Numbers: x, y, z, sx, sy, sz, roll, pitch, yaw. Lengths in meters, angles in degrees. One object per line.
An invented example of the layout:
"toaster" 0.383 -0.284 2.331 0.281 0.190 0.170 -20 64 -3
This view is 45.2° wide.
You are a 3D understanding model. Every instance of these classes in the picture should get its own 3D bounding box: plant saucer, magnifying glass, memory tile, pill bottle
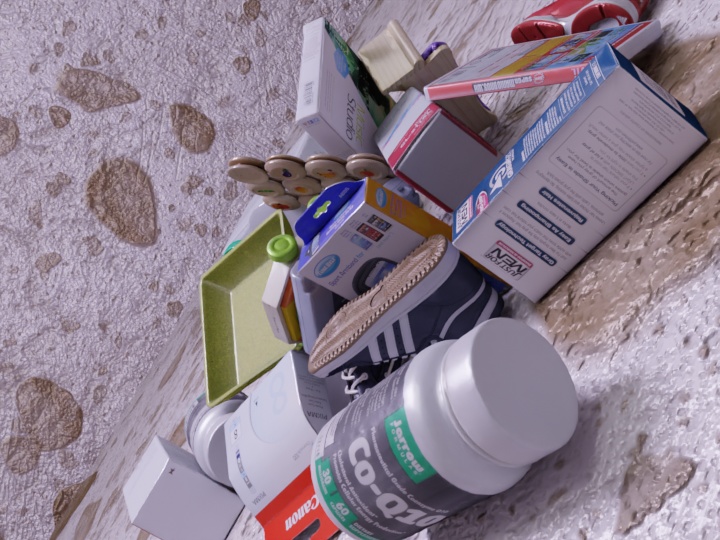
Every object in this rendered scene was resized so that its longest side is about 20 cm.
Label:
"plant saucer" -0.134 0.055 1.125 0.200 0.048 0.201 -36 51 37
"magnifying glass" -0.099 0.019 1.200 0.080 0.199 0.022 -60 4 41
"memory tile" -0.046 -0.101 1.033 0.153 0.198 0.017 46 -131 -65
"pill bottle" -0.178 0.229 1.193 0.114 0.113 0.200 -59 16 -8
"pill bottle" 0.057 0.122 0.642 0.200 0.113 0.114 -44 20 44

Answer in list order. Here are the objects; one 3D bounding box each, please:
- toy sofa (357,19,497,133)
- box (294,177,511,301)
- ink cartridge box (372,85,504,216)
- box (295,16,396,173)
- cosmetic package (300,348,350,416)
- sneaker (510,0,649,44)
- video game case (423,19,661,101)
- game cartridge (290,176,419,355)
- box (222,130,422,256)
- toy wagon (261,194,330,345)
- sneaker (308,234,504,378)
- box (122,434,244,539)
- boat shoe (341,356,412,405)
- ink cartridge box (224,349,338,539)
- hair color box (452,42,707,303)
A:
"toy sofa" 0.091 -0.233 1.109 0.097 0.200 0.083 -36 56 13
"box" 0.034 -0.008 0.839 0.119 0.199 0.042 -44 29 39
"ink cartridge box" 0.101 -0.123 0.965 0.083 0.145 0.200 -53 16 12
"box" -0.007 -0.189 1.054 0.036 0.200 0.145 -13 58 26
"cosmetic package" -0.035 0.093 1.096 0.102 0.071 0.200 -54 15 11
"sneaker" 0.265 -0.300 0.987 0.116 0.078 0.200 -52 26 -14
"video game case" 0.181 -0.211 0.871 0.199 0.018 0.143 1 28 42
"game cartridge" 0.000 0.000 0.959 0.200 0.041 0.134 -43 -33 -35
"box" -0.053 -0.061 1.223 0.199 0.199 0.131 -44 17 37
"toy wagon" -0.034 -0.012 0.971 0.200 0.039 0.156 -48 -33 -28
"sneaker" 0.045 0.062 0.822 0.200 0.108 0.070 -41 25 29
"box" -0.256 0.320 1.232 0.098 0.124 0.200 -60 15 -11
"boat shoe" 0.003 0.116 0.890 0.075 0.092 0.201 -38 24 50
"ink cartridge box" -0.087 0.214 0.940 0.160 0.047 0.201 -47 38 34
"hair color box" 0.176 -0.077 0.726 0.200 0.100 0.061 -48 16 28
